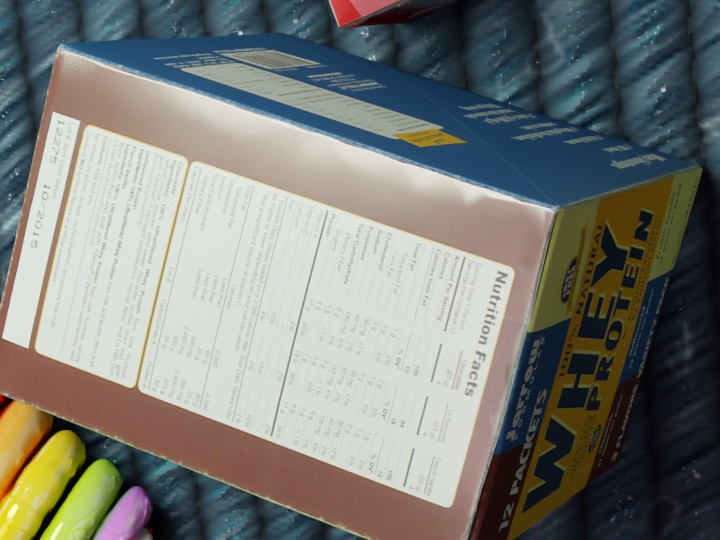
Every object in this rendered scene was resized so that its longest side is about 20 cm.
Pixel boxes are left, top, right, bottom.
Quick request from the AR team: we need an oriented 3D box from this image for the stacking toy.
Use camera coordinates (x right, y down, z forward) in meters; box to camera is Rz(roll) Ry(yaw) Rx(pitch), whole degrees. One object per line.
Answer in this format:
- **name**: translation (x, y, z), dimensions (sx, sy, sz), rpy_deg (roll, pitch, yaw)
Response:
- **stacking toy**: translation (-0.135, 0.119, 0.997), dimensions (0.199, 0.116, 0.110), rpy_deg (32, 76, 0)

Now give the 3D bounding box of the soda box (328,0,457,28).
- **soda box**: translation (-0.005, -0.203, 0.911), dimensions (0.063, 0.070, 0.201), rpy_deg (-21, 88, 25)

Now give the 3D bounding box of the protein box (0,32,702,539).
- **protein box**: translation (0.000, 0.000, 0.864), dimensions (0.199, 0.198, 0.136), rpy_deg (19, 104, 19)
